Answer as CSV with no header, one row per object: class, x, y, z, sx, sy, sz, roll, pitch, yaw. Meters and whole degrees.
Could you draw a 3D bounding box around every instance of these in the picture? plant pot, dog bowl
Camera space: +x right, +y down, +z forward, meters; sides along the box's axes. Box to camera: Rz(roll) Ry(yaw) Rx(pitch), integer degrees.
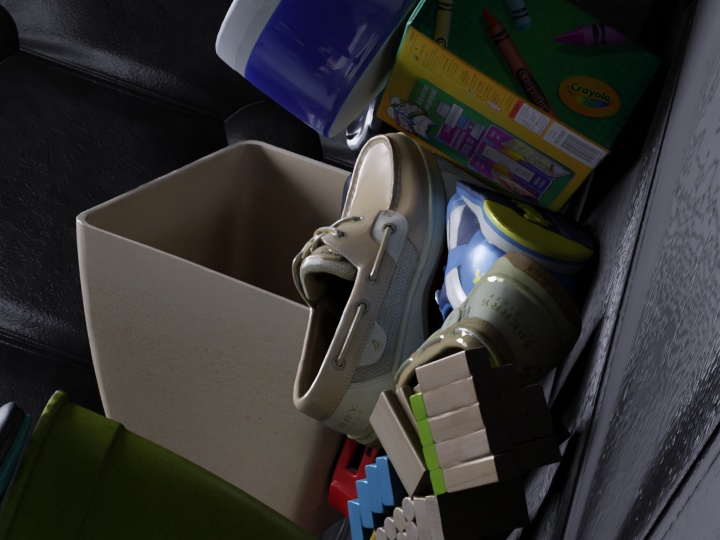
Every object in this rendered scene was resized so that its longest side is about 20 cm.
plant pot,-0.050,0.051,1.581,0.200,0.199,0.177,-31,-45,-55
plant pot,-0.099,0.188,1.329,0.200,0.193,0.201,-161,90,-89
dog bowl,0.013,-0.171,1.376,0.200,0.079,0.200,-51,-3,-4

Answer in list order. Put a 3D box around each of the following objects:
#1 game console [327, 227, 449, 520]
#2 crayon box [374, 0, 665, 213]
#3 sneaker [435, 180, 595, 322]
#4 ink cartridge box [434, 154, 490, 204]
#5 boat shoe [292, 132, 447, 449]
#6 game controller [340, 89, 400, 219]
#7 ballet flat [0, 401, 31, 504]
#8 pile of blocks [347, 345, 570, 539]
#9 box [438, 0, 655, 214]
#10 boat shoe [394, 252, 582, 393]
game console,0.053,0.046,1.520,0.177,0.031,0.200,-31,-33,-53
crayon box,0.078,-0.095,1.334,0.058,0.119,0.200,-58,-1,-10
sneaker,0.074,0.003,1.343,0.200,0.074,0.082,-71,-1,-82
ink cartridge box,0.110,-0.139,1.647,0.147,0.083,0.200,-73,2,-57
boat shoe,0.000,0.000,1.390,0.072,0.065,0.200,-41,33,47
game controller,0.029,-0.093,1.563,0.200,0.042,0.105,-60,-24,-57
ballet flat,-0.223,0.153,1.255,0.073,0.073,0.200,-82,11,-84
pile of blocks,0.044,0.098,1.164,0.082,0.062,0.200,63,147,28
box,0.114,-0.135,1.442,0.049,0.082,0.200,-71,1,-57
boat shoe,0.045,0.063,1.238,0.063,0.073,0.200,-40,-16,-31
